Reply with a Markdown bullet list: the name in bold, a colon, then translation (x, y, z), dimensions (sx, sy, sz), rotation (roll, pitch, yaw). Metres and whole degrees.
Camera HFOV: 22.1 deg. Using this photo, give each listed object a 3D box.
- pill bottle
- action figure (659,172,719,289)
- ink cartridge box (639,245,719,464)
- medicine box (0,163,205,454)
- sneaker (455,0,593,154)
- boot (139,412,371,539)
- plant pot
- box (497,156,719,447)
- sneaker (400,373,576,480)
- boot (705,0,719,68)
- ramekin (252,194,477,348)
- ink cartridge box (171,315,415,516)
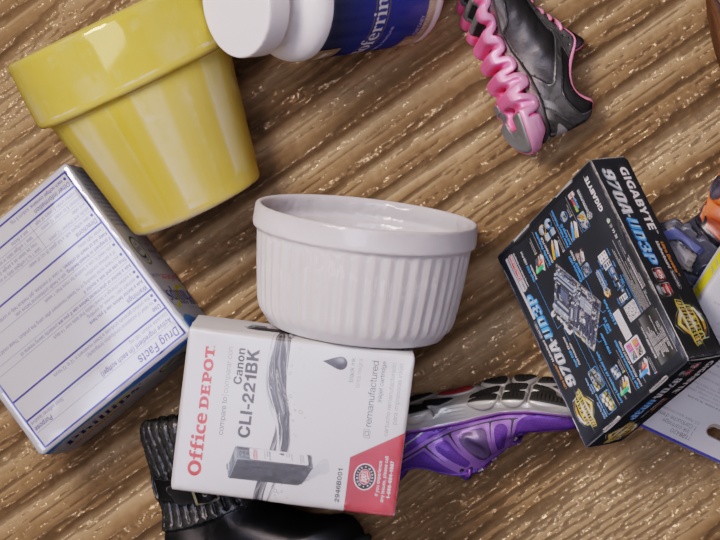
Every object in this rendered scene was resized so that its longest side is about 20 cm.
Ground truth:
- **pill bottle**: translation (-0.032, -0.245, 1.620), dimensions (0.115, 0.199, 0.117), rotation (19, 115, 47)
- **action figure**: translation (0.338, -0.015, 1.638), dimensions (0.193, 0.105, 0.200), rotation (-42, 108, 13)
- **ink cartridge box**: translation (0.360, 0.084, 1.601), dimensions (0.197, 0.047, 0.201), rotation (25, 121, -8)
- **medicine box**: translation (-0.269, 0.037, 1.710), dimensions (0.182, 0.103, 0.200), rotation (-38, 84, 6)
- **sneaker**: translation (0.151, -0.210, 1.672), dimensions (0.095, 0.079, 0.201), rotation (-19, 88, -11)
- **boot**: translation (-0.098, 0.199, 1.692), dimensions (0.209, 0.079, 0.159), rotation (-6, 88, 9)
- **plant pot**: translation (-0.187, -0.143, 1.666), dimensions (0.200, 0.201, 0.190), rotation (-24, 102, 8)
- **box**: translation (0.211, 0.028, 1.590), dimensions (0.159, 0.046, 0.201), rotation (-50, 56, 46)
- **sneaker**: translation (0.111, 0.147, 1.674), dimensions (0.199, 0.081, 0.084), rotation (-12, 101, 18)
- **boot**: translation (0.386, -0.189, 1.589), dimensions (0.145, 0.070, 0.201), rotation (-13, 46, 6)
- **ramekin**: translation (0.000, 0.000, 1.625), dimensions (0.199, 0.200, 0.106), rotation (8, 99, 9)
- **ink cartridge box**: translation (-0.059, 0.125, 1.608), dimensions (0.198, 0.084, 0.145), rotation (7, 95, 0)
